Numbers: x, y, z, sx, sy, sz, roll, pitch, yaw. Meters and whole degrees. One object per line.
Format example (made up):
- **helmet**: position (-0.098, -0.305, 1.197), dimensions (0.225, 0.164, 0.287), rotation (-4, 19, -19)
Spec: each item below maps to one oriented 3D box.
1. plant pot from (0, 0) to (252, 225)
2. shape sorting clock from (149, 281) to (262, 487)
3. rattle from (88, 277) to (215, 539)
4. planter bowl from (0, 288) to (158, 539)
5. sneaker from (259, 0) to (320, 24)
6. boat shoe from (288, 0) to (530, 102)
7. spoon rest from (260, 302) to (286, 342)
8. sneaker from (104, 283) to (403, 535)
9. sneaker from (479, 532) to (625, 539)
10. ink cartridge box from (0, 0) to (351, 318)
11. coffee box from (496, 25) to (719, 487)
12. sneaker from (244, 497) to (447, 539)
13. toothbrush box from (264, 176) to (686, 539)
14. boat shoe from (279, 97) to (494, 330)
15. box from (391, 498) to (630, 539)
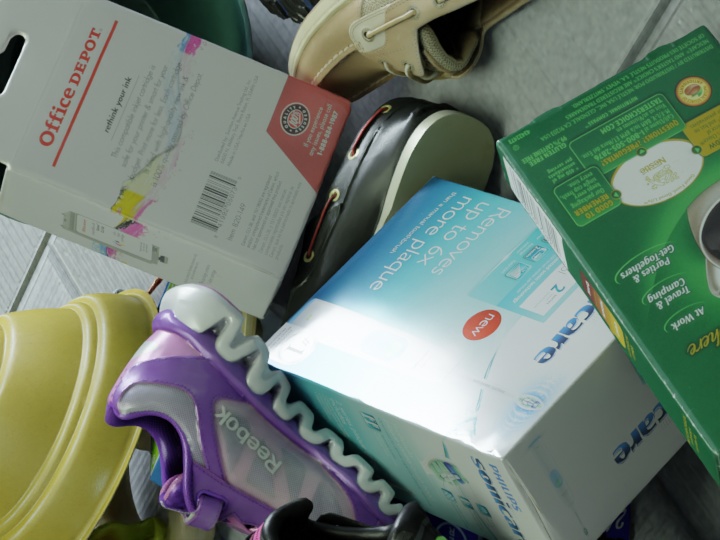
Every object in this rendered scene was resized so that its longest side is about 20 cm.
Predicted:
- **plant pot**: position (-0.167, -0.124, 1.696), dimensions (0.161, 0.200, 0.201), rotation (-165, 69, -84)
- **shape sorting clock**: position (-0.087, 0.038, 1.678), dimensions (0.200, 0.039, 0.200), rotation (-170, 90, -76)
- **rattle**: position (-0.172, 0.111, 1.794), dimensions (0.130, 0.143, 0.200), rotation (-150, 53, -67)
- **planter bowl**: position (-0.207, 0.088, 1.755), dimensions (0.200, 0.083, 0.201), rotation (-45, 30, 36)
- **sneaker**: position (-0.002, -0.197, 1.566), dimensions (0.075, 0.078, 0.200), rotation (52, 140, -9)
- **boat shoe**: position (0.030, -0.131, 1.535), dimensions (0.200, 0.071, 0.065), rotation (-40, 65, 47)
- **spoon rest**: position (-0.028, 0.051, 1.653), dimensions (0.200, 0.061, 0.099), rotation (-30, 72, 50)
- **sneaker**: position (-0.053, 0.106, 1.452), dimensions (0.200, 0.088, 0.080), rotation (48, 156, -4)
- **sneaker**: position (0.137, 0.185, 1.397), dimensions (0.200, 0.076, 0.088), rotation (10, 113, 18)
- **ink cartridge box**: position (-0.120, -0.070, 1.568), dimensions (0.068, 0.200, 0.117), rotation (119, 173, -66)
- **coffee box**: position (0.164, -0.009, 1.345), dimensions (0.200, 0.123, 0.044), rotation (55, 170, 29)
- **sneaker**: position (-0.040, 0.152, 1.401), dimensions (0.200, 0.077, 0.084), rotation (-15, 111, 21)
- **toothbrush box**: position (0.068, 0.047, 1.444), dimensions (0.200, 0.146, 0.085), rotation (22, 149, 49)
- **boat shoe**: position (0.002, 0.001, 1.556), dimensions (0.063, 0.074, 0.202), rotation (25, 89, 55)
- **box**: position (0.042, 0.197, 1.554), dimensions (0.184, 0.105, 0.200), rotation (18, 111, 50)
